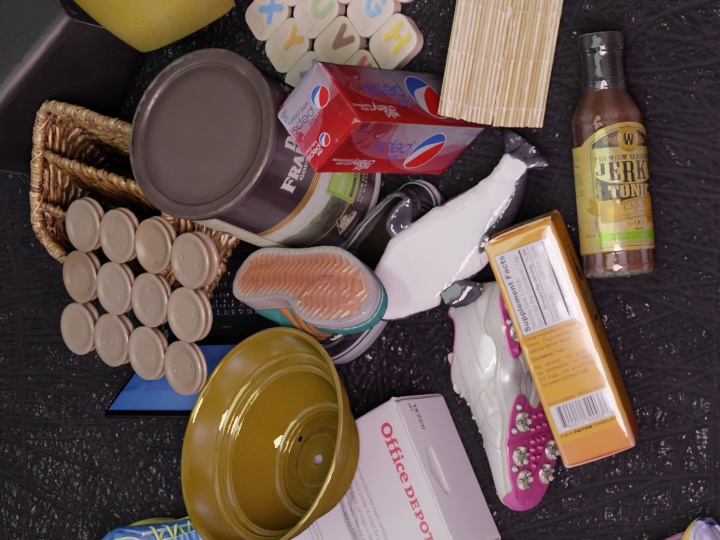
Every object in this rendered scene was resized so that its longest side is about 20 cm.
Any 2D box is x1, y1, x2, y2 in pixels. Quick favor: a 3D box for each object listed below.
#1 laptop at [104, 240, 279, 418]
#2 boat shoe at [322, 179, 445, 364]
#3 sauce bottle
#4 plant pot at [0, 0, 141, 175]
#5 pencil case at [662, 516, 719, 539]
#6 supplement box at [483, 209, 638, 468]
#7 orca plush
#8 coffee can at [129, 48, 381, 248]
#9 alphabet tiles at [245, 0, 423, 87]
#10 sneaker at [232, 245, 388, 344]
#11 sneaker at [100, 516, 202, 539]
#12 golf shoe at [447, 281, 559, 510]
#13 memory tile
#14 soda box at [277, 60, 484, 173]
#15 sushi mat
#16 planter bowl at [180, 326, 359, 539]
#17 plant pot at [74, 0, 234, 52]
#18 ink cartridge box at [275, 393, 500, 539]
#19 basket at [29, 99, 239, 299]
[{"bbox_3d":[-0.156,0.036,1.732,0.176,0.103,0.202,-3,90,34],"label":"laptop"},{"bbox_3d":[0.000,0.000,1.642,0.072,0.071,0.201,41,114,26],"label":"boat shoe"},{"bbox_3d":[0.206,-0.095,1.500,0.064,0.064,0.202,-6,90,34],"label":"sauce bottle"},{"bbox_3d":[-0.336,-0.230,1.799,0.177,0.199,0.200,-42,69,20],"label":"plant pot"},{"bbox_3d":[0.220,0.277,1.490,0.199,0.090,0.084,-32,75,32],"label":"pencil case"},{"bbox_3d":[0.167,0.055,1.501,0.068,0.067,0.202,-18,93,13],"label":"supplement box"},{"bbox_3d":[0.082,-0.036,1.584,0.105,0.071,0.201,30,94,10],"label":"orca plush"},{"bbox_3d":[-0.090,-0.098,1.606,0.145,0.200,0.148,-6,77,27],"label":"coffee can"},{"bbox_3d":[-0.023,-0.257,1.683,0.195,0.015,0.201,-41,69,28],"label":"alphabet tiles"},{"bbox_3d":[-0.028,0.025,1.571,0.199,0.080,0.072,12,72,55],"label":"sneaker"},{"bbox_3d":[-0.176,0.274,1.754,0.199,0.105,0.077,-14,84,35],"label":"sneaker"},{"bbox_3d":[0.121,0.107,1.571,0.091,0.075,0.202,-9,79,43],"label":"golf shoe"},{"bbox_3d":[-0.205,0.021,1.663,0.199,0.017,0.155,17,110,40],"label":"memory tile"},{"bbox_3d":[0.019,-0.127,1.545,0.063,0.199,0.070,-46,67,27],"label":"soda box"},{"bbox_3d":[0.126,-0.224,1.545,0.012,0.095,0.202,-146,64,-71],"label":"sushi mat"},{"bbox_3d":[-0.061,0.157,1.581,0.199,0.083,0.202,-20,60,39],"label":"planter bowl"},{"bbox_3d":[-0.195,-0.292,1.712,0.199,0.200,0.143,-16,108,34],"label":"plant pot"},{"bbox_3d":[0.008,0.219,1.638,0.199,0.083,0.146,-32,72,32],"label":"ink cartridge box"},{"bbox_3d":[-0.232,-0.056,1.724,0.199,0.149,0.144,21,80,36],"label":"basket"}]
